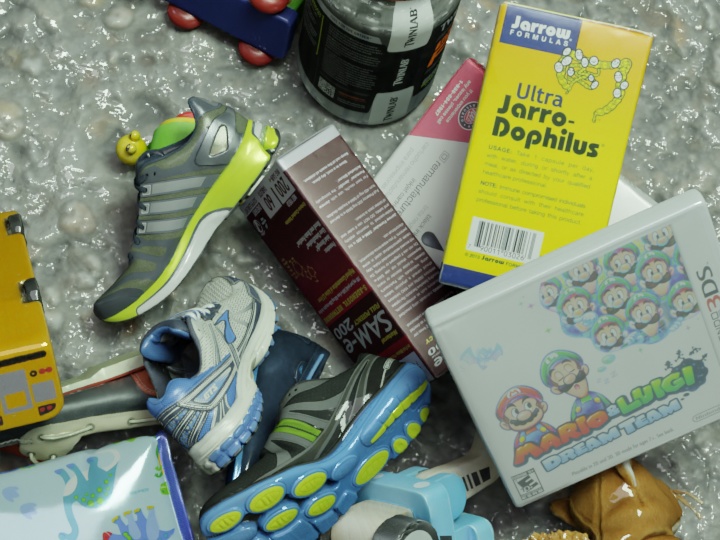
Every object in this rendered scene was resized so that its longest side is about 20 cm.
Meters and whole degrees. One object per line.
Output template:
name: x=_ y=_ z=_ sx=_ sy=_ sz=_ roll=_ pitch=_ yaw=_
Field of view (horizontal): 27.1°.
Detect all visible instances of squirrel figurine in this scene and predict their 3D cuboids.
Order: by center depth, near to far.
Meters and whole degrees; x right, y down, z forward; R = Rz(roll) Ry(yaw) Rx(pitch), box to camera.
squirrel figurine: x=0.188 y=0.222 z=1.068 sx=0.199 sy=0.142 sz=0.187 roll=-2 pitch=59 yaw=-31

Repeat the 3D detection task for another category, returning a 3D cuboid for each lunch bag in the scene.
lunch bag: x=-0.195 y=0.231 z=1.042 sx=0.170 sy=0.127 sz=0.201 roll=-13 pitch=82 yaw=-15

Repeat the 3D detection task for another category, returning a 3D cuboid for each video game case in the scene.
video game case: x=0.166 y=0.059 z=1.029 sx=0.200 sy=0.182 sz=0.024 roll=-24 pitch=32 yaw=4

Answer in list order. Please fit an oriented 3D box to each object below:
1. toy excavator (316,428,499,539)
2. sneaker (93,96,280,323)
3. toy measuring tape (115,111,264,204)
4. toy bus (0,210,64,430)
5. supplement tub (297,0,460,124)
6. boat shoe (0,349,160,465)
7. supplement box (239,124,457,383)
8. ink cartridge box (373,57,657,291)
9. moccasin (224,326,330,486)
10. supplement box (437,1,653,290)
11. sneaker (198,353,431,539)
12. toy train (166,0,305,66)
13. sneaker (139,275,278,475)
toy excavator: x=0.060 y=0.173 z=1.101 sx=0.200 sy=0.100 sz=0.195 roll=-17 pitch=103 yaw=-42
sneaker: x=-0.149 y=-0.048 z=1.151 sx=0.081 sy=0.074 sz=0.200 roll=36 pitch=94 yaw=-12
toy measuring tape: x=-0.099 y=-0.085 z=1.207 sx=0.199 sy=0.074 sz=0.074 roll=11 pitch=67 yaw=-2
toy bus: x=-0.267 y=0.030 z=1.103 sx=0.065 sy=0.078 sz=0.200 roll=-14 pitch=31 yaw=-12
supplement tub: x=0.016 y=-0.214 z=1.204 sx=0.122 sy=0.200 sz=0.123 roll=3 pitch=68 yaw=-6
boat shoe: x=-0.223 y=0.114 z=1.111 sx=0.200 sy=0.071 sz=0.063 roll=-20 pitch=97 yaw=-18
supplement box: x=0.000 y=0.000 z=1.141 sx=0.061 sy=0.109 sz=0.200 roll=-36 pitch=87 yaw=-26
ink cartridge box: x=0.121 y=-0.049 z=1.175 sx=0.200 sy=0.084 sz=0.145 roll=39 pitch=99 yaw=4
moccasin: x=-0.061 y=0.135 z=1.117 sx=0.068 sy=0.080 sz=0.201 roll=13 pitch=68 yaw=-7
supplement box: x=0.133 y=-0.079 z=1.072 sx=0.109 sy=0.109 sz=0.201 roll=13 pitch=96 yaw=6
sneaker: x=-0.036 y=0.129 z=1.059 sx=0.200 sy=0.071 sz=0.083 roll=-39 pitch=42 yaw=-27
toy train: x=-0.128 y=-0.271 z=1.278 sx=0.200 sy=0.085 sz=0.116 roll=28 pitch=57 yaw=5
sneaker: x=-0.115 y=0.055 z=1.095 sx=0.085 sy=0.077 sz=0.200 roll=38 pitch=23 yaw=-23
